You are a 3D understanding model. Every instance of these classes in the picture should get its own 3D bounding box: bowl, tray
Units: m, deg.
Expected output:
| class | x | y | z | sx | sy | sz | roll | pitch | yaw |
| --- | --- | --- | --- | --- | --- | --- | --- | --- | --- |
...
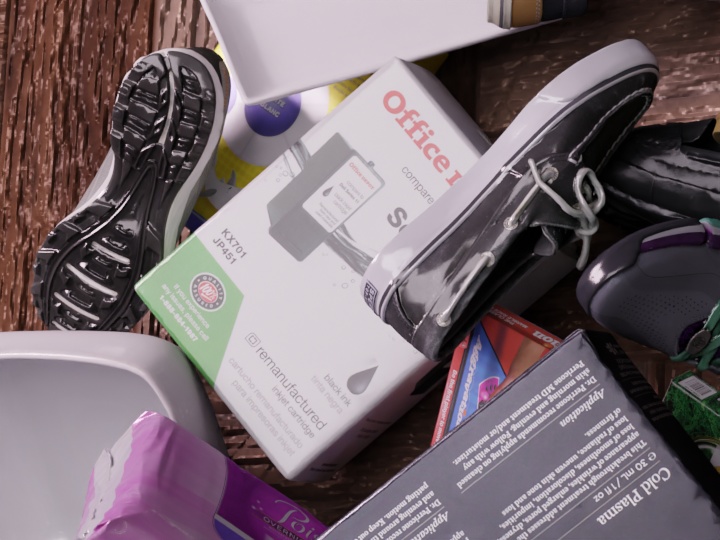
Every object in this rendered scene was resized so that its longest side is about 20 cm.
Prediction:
| class | x | y | z | sx | sy | sz | roll | pitch | yaw |
| --- | --- | --- | --- | --- | --- | --- | --- | --- | --- |
| bowl | -0.154 | 0.114 | 1.576 | 0.199 | 0.075 | 0.200 | -2 | 121 | 28 |
| tray | 0.015 | -0.150 | 1.573 | 0.200 | 0.022 | 0.107 | -16 | 51 | -9 |

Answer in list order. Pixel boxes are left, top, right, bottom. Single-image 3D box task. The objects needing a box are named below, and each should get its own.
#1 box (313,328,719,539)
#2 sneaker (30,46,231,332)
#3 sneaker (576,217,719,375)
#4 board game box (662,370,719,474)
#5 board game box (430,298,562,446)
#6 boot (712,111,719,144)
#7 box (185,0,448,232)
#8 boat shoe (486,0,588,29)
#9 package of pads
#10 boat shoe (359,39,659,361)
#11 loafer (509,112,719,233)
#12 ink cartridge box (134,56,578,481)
| class | x | y | z | sx | sy | sz | roll | pitch | yaw |
| --- | --- | --- | --- | --- | --- | --- | --- | --- | --- |
| box | 0.091 | 0.159 | 1.320 | 0.200 | 0.104 | 0.182 | -38 | 80 | 8 |
| sneaker | -0.125 | -0.041 | 1.600 | 0.074 | 0.079 | 0.200 | 31 | 110 | 6 |
| sneaker | 0.198 | 0.032 | 1.373 | 0.074 | 0.200 | 0.088 | -52 | 47 | 32 |
| board game box | 0.169 | 0.160 | 1.403 | 0.105 | 0.023 | 0.200 | 37 | 126 | 30 |
| board game box | 0.078 | 0.125 | 1.469 | 0.103 | 0.019 | 0.200 | 28 | 119 | 30 |
| boot | 0.282 | -0.136 | 1.423 | 0.066 | 0.175 | 0.200 | 176 | 109 | -74 |
| box | -0.036 | -0.101 | 1.627 | 0.117 | 0.048 | 0.200 | 36 | 93 | 30 |
| boat shoe | 0.109 | -0.222 | 1.561 | 0.062 | 0.075 | 0.200 | 5 | 60 | 5 |
| package of pads | -0.059 | 0.169 | 1.450 | 0.200 | 0.121 | 0.076 | 34 | 117 | -11 |
| boat shoe | 0.092 | -0.034 | 1.429 | 0.199 | 0.074 | 0.068 | -41 | 65 | -12 |
| loafer | 0.173 | -0.050 | 1.492 | 0.200 | 0.068 | 0.070 | 23 | 81 | 26 |
| ink cartridge box | 0.000 | 0.000 | 1.532 | 0.200 | 0.083 | 0.147 | -42 | 78 | 7 |
